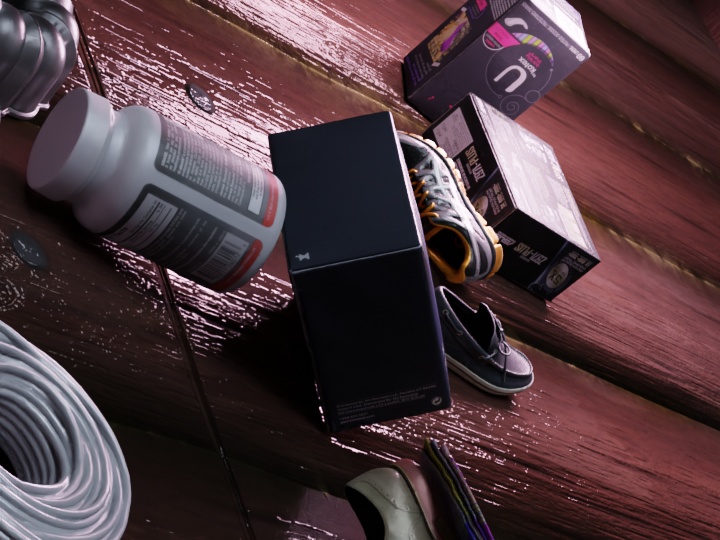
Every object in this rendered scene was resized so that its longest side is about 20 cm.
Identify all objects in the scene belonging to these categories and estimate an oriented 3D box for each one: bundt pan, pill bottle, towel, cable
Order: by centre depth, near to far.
[{"bbox_3d":[-0.247,0.124,1.453,0.200,0.069,0.200,37,27,-31],"label":"cable"},{"bbox_3d":[-0.172,-0.070,1.808,0.200,0.116,0.116,28,31,-28],"label":"pill bottle"},{"bbox_3d":[0.093,0.255,1.826,0.023,0.144,0.200,-17,60,-16],"label":"towel"},{"bbox_3d":[-0.322,-0.231,1.847,0.202,0.076,0.202,41,24,-22],"label":"bundt pan"}]

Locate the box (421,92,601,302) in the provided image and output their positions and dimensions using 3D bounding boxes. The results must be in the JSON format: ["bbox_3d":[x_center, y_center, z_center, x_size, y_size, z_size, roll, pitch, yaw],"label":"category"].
[{"bbox_3d":[0.175,-0.086,2.512,0.164,0.086,0.200,28,31,-41],"label":"box"}]

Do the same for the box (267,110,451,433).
[{"bbox_3d":[0.000,0.000,1.907,0.200,0.123,0.199,-101,178,-49],"label":"box"}]

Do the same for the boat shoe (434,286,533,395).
[{"bbox_3d":[0.121,0.072,2.207,0.200,0.062,0.075,31,27,-40],"label":"boat shoe"}]

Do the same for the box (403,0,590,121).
[{"bbox_3d":[0.164,-0.261,2.611,0.122,0.200,0.106,38,26,-26],"label":"box"}]

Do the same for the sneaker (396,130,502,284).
[{"bbox_3d":[0.076,-0.069,2.326,0.200,0.078,0.077,50,32,3],"label":"sneaker"}]

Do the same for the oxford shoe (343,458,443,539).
[{"bbox_3d":[0.043,0.260,1.804,0.075,0.070,0.200,-12,65,-30],"label":"oxford shoe"}]
